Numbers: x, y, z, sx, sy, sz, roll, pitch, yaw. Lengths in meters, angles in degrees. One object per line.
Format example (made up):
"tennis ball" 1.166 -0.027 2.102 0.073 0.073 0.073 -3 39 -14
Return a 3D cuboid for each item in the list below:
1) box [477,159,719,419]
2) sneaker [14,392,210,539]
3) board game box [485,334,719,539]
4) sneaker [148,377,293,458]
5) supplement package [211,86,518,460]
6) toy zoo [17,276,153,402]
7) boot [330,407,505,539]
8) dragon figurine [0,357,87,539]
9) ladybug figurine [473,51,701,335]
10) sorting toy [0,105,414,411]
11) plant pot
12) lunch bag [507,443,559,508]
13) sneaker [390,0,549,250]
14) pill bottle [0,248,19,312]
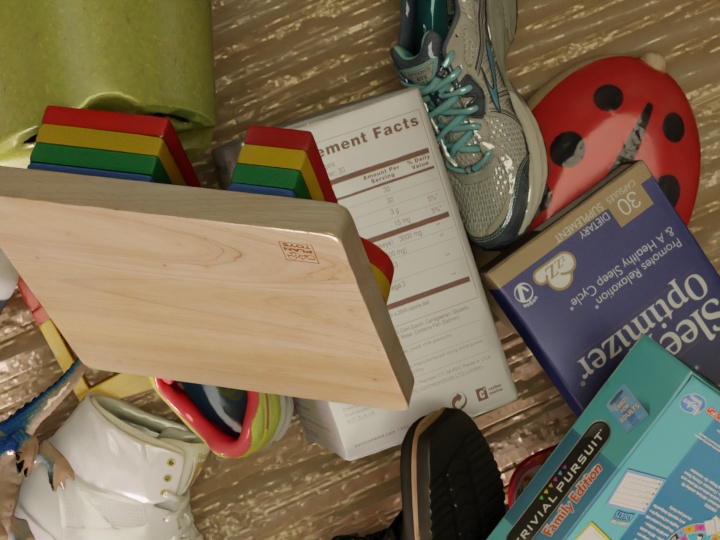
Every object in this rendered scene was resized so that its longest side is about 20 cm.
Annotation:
"box" 0.176 0.048 1.171 0.121 0.032 0.200 -36 98 -9
"sneaker" -0.117 0.163 1.203 0.200 0.074 0.116 39 102 -5
"board game box" 0.156 0.152 1.124 0.151 0.047 0.200 33 97 -43
"sneaker" -0.108 0.029 1.167 0.078 0.090 0.200 -33 96 13
"supplement package" 0.000 0.000 1.182 0.117 0.117 0.200 -19 95 -12
"toy zoo" -0.150 -0.003 1.223 0.131 0.020 0.200 -27 96 -3
"boot" 0.015 0.165 1.167 0.077 0.138 0.200 -34 126 -42
"dragon figurine" -0.233 0.120 1.171 0.099 0.059 0.200 21 90 30
"ladybug figurine" 0.148 -0.047 1.220 0.136 0.072 0.200 21 92 -6
"sorting toy" -0.078 -0.009 1.036 0.200 0.199 0.070 7 62 16
"plant pot" -0.161 -0.151 1.096 0.200 0.200 0.184 -10 74 -4
"lunch bag" 0.179 0.200 1.233 0.176 0.082 0.200 -19 92 -5
"sneaker" 0.054 -0.109 1.182 0.078 0.086 0.200 -18 77 35
"pill bottle" -0.276 0.009 1.153 0.120 0.120 0.200 32 97 -6
